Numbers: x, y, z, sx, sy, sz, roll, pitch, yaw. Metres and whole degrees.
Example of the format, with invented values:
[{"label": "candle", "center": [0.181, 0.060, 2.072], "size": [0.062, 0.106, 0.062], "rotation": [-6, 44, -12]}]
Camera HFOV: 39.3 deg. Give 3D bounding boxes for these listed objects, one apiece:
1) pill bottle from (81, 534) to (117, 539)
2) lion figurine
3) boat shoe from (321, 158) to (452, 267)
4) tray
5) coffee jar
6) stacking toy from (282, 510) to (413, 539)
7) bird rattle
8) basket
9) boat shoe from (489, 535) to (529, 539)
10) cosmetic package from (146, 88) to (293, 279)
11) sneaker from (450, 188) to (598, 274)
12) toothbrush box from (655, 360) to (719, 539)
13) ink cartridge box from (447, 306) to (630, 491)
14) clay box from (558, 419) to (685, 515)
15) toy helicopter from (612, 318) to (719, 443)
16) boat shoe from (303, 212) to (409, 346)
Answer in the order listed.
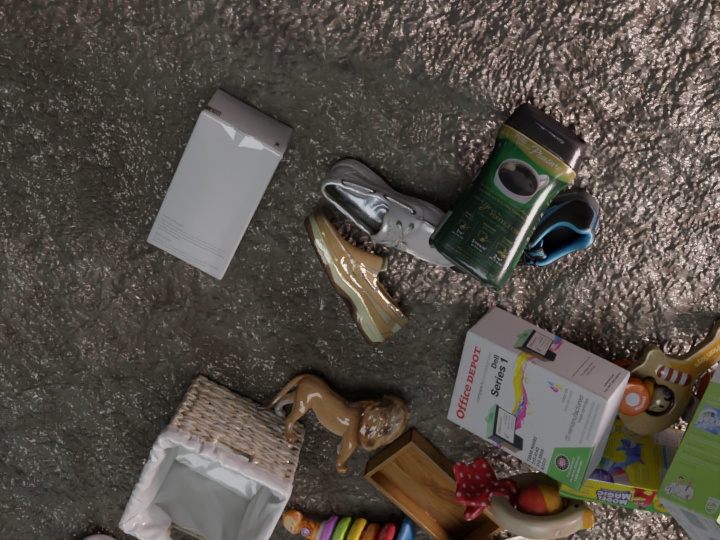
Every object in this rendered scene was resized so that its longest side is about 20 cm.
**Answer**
[{"label": "pill bottle", "center": [-0.458, 0.523, 1.618], "size": [0.113, 0.114, 0.200], "rotation": [38, 118, -13]}, {"label": "lion figurine", "center": [-0.038, 0.194, 1.395], "size": [0.197, 0.073, 0.124], "rotation": [27, 113, -2]}, {"label": "boat shoe", "center": [0.037, -0.057, 1.223], "size": [0.198, 0.069, 0.071], "rotation": [31, 126, 5]}, {"label": "tray", "center": [0.109, 0.324, 1.462], "size": [0.200, 0.037, 0.098], "rotation": [43, 116, -16]}, {"label": "coffee jar", "center": [0.171, -0.085, 1.157], "size": [0.103, 0.085, 0.202], "rotation": [34, 94, 7]}, {"label": "stacking toy", "center": [-0.028, 0.405, 1.502], "size": [0.197, 0.110, 0.118], "rotation": [20, 124, 11]}, {"label": "bird rattle", "center": [0.227, 0.301, 1.356], "size": [0.196, 0.163, 0.115], "rotation": [2, 106, -15]}, {"label": "basket", "center": [-0.203, 0.288, 1.420], "size": [0.195, 0.162, 0.202], "rotation": [26, 121, -6]}, {"label": "boat shoe", "center": [0.199, 0.419, 1.471], "size": [0.196, 0.062, 0.074], "rotation": [4, 88, -25]}, {"label": "cosmetic package", "center": [-0.174, -0.105, 1.245], "size": [0.111, 0.082, 0.202], "rotation": [28, 118, -7]}, {"label": "sneaker", "center": [0.191, -0.038, 1.220], "size": [0.197, 0.082, 0.074], "rotation": [-21, 117, 21]}, {"label": "toothbrush box", "center": [0.460, 0.229, 1.234], "size": [0.085, 0.202, 0.146], "rotation": [14, 157, 44]}, {"label": "ink cartridge box", "center": [0.221, 0.160, 1.279], "size": [0.198, 0.084, 0.147], "rotation": [26, 123, 25]}, {"label": "clay box", "center": [0.336, 0.253, 1.338], "size": [0.196, 0.116, 0.048], "rotation": [8, 129, 5]}, {"label": "toy helicopter", "center": [0.418, 0.138, 1.289], "size": [0.199, 0.079, 0.132], "rotation": [-41, 100, 13]}, {"label": "boat shoe", "center": [0.000, 0.000, 1.290], "size": [0.075, 0.072, 0.202], "rotation": [-28, 119, 6]}]
